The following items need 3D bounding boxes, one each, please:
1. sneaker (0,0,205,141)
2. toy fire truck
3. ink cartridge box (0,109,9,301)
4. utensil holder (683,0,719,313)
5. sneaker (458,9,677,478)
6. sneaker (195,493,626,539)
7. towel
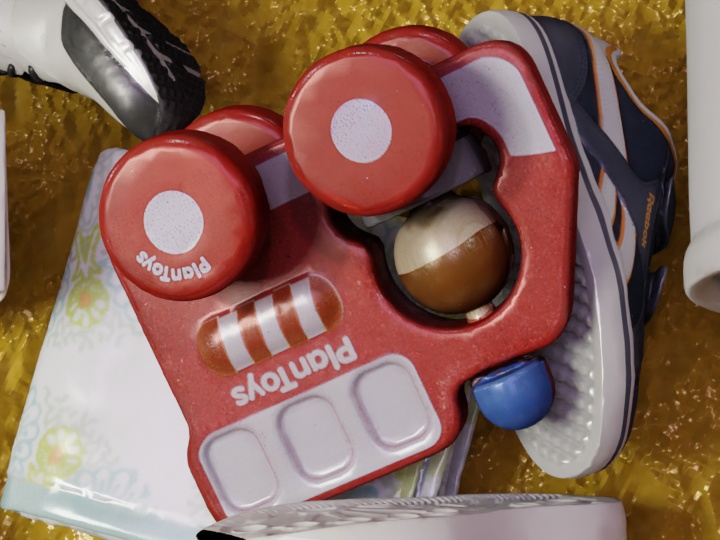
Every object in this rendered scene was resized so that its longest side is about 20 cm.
[{"bbox_3d":[-0.146,-0.109,0.983,0.080,0.074,0.200,-50,57,5],"label":"sneaker"},{"bbox_3d":[0.000,0.000,0.884,0.199,0.112,0.168,-23,95,15],"label":"toy fire truck"},{"bbox_3d":[-0.264,-0.024,0.910,0.199,0.145,0.084,6,77,-30],"label":"ink cartridge box"},{"bbox_3d":[0.213,-0.090,0.889,0.169,0.170,0.201,-2,77,8],"label":"utensil holder"},{"bbox_3d":[0.098,-0.014,0.922,0.079,0.078,0.201,0,76,-35],"label":"sneaker"},{"bbox_3d":[0.028,0.167,0.872,0.199,0.080,0.147,0,91,-31],"label":"sneaker"},{"bbox_3d":[-0.044,0.050,0.960,0.199,0.048,0.172,14,79,10],"label":"towel"}]
